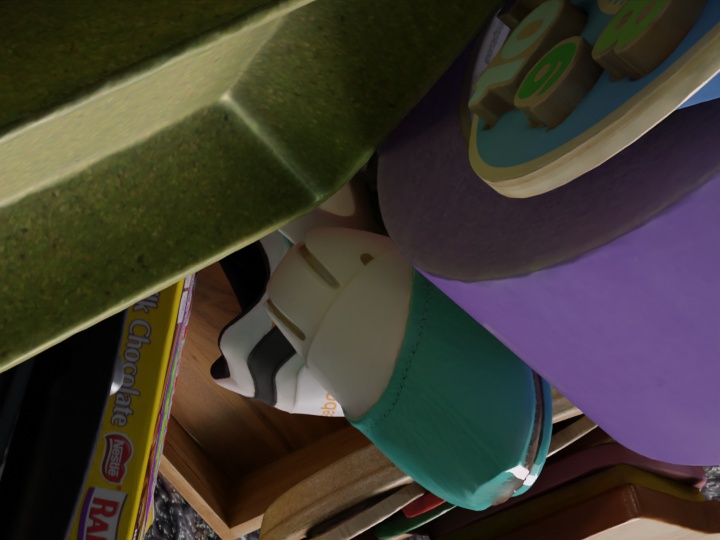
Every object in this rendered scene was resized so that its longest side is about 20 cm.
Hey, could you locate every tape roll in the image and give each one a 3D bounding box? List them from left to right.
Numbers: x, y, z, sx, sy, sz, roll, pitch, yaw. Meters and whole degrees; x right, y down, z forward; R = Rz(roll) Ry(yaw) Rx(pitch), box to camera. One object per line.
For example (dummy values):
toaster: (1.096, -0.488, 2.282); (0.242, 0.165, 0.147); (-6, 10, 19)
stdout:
tape roll: (0.104, -0.055, 0.674); (0.200, 0.085, 0.200); (-37, -152, 24)

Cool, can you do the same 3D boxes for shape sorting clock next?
shape sorting clock: (0.088, -0.100, 0.578); (0.200, 0.039, 0.200); (-52, -172, 11)

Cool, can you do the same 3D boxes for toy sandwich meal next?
toy sandwich meal: (0.053, 0.094, 0.966); (0.205, 0.070, 0.205); (-22, 168, -5)

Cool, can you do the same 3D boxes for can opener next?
can opener: (-0.098, 0.039, 0.740); (0.079, 0.063, 0.201); (-36, -143, 37)

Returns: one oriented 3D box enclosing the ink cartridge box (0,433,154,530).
ink cartridge box: (-0.125, 0.075, 0.877); (0.047, 0.198, 0.200); (12, -140, 11)

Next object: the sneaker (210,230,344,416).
sneaker: (-0.010, -0.038, 0.904); (0.080, 0.201, 0.074); (6, 146, -5)

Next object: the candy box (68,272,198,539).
candy box: (-0.078, 0.055, 0.863); (0.026, 0.201, 0.102); (12, -177, -4)

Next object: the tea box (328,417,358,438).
tea box: (0.037, -0.037, 1.112); (0.133, 0.201, 0.197); (-26, -177, 19)

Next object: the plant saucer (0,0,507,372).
plant saucer: (-0.060, -0.036, 0.605); (0.199, 0.048, 0.200); (-28, 170, -30)

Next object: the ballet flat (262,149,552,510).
ballet flat: (0.000, 0.000, 0.777); (0.067, 0.070, 0.200); (-63, -156, 26)

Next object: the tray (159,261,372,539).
tray: (-0.064, 0.013, 0.978); (0.098, 0.200, 0.037); (-26, -144, 18)
